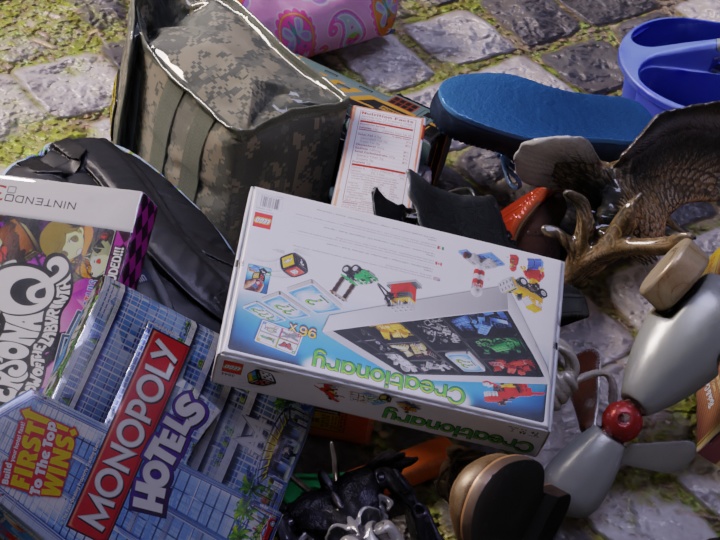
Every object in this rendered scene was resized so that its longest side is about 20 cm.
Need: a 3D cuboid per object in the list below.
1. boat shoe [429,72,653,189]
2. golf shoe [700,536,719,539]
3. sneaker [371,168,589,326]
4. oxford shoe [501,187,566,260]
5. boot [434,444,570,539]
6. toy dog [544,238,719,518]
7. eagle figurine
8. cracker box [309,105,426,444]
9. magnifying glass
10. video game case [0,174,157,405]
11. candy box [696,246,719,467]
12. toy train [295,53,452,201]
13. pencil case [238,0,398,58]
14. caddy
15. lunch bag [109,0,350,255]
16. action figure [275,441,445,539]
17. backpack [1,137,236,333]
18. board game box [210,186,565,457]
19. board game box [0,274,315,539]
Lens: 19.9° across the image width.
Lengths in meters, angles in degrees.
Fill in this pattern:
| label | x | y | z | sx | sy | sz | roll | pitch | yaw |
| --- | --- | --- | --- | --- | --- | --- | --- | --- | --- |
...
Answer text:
| label | x | y | z | sx | sy | sz | roll | pitch | yaw |
| --- | --- | --- | --- | --- | --- | --- | --- | --- | --- |
| boat shoe | 0.138 | -0.096 | 1.563 | 0.199 | 0.069 | 0.085 | 11 | 46 | -25 |
| golf shoe | 0.217 | 0.234 | 1.227 | 0.094 | 0.078 | 0.200 | 5 | 34 | 21 |
| sneaker | 0.083 | -0.010 | 1.346 | 0.199 | 0.060 | 0.105 | -2 | 75 | -56 |
| oxford shoe | 0.115 | -0.002 | 1.495 | 0.073 | 0.071 | 0.200 | 50 | 36 | -6 |
| boot | 0.070 | 0.137 | 1.230 | 0.075 | 0.200 | 0.074 | 30 | 87 | 17 |
| toy dog | 0.190 | 0.069 | 1.356 | 0.199 | 0.096 | 0.132 | -30 | 86 | 0 |
| eagle figurine | 0.205 | -0.051 | 1.474 | 0.151 | 0.152 | 0.200 | 20 | 39 | 24 |
| cracker box | 0.000 | 0.000 | 1.395 | 0.057 | 0.135 | 0.201 | 10 | 39 | 1 |
| magnifying glass | -0.023 | 0.147 | 1.305 | 0.199 | 0.022 | 0.080 | -19 | 48 | -29 |
| video game case | -0.234 | 0.037 | 1.268 | 0.180 | 0.036 | 0.201 | 8 | 71 | 17 |
| candy box | 0.288 | 0.039 | 1.423 | 0.056 | 0.117 | 0.201 | 31 | 37 | -14 |
| toy train | -0.024 | -0.109 | 1.568 | 0.199 | 0.086 | 0.114 | 25 | 29 | 19 |
| pencil case | -0.062 | -0.210 | 1.677 | 0.199 | 0.088 | 0.087 | -21 | 49 | -34 |
| caddy | 0.301 | -0.143 | 1.657 | 0.199 | 0.105 | 0.142 | 6 | 40 | -6 |
| lunch bag | -0.116 | -0.098 | 1.461 | 0.117 | 0.165 | 0.200 | -19 | 48 | -35 |
| action figure | 0.004 | 0.178 | 1.206 | 0.118 | 0.103 | 0.200 | -20 | 23 | -9 |
| backpack | -0.168 | 0.004 | 1.360 | 0.163 | 0.154 | 0.200 | -29 | 76 | -31 |
| board game box | 0.019 | 0.029 | 1.217 | 0.199 | 0.035 | 0.127 | 14 | 53 | -5 |
| board game box | -0.141 | 0.106 | 1.180 | 0.199 | 0.062 | 0.201 | 28 | 65 | -13 |
